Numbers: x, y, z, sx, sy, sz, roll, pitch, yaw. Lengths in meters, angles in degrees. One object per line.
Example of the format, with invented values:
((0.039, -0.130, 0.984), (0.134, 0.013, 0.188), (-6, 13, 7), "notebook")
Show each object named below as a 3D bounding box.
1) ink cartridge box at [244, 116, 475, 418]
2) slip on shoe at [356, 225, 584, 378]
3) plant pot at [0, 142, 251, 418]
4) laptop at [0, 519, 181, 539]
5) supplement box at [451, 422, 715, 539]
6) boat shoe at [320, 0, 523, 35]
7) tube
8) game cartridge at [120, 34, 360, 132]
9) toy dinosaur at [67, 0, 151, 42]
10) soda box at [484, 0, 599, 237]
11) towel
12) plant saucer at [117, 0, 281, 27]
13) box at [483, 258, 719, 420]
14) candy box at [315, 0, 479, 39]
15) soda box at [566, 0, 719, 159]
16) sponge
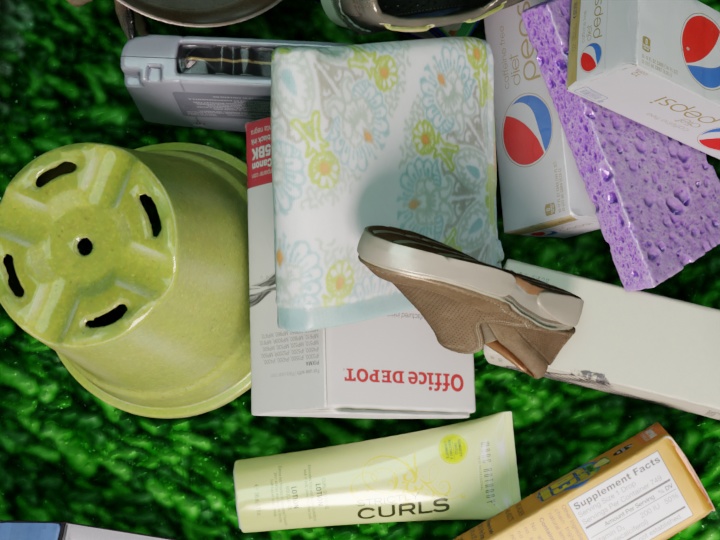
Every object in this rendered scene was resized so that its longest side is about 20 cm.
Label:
((0.000, 0.000, 1.230), (0.082, 0.146, 0.202), (-9, 79, 45), "ink cartridge box")
((0.066, 0.022, 1.130), (0.076, 0.199, 0.061), (25, 95, 38), "slip on shoe")
((-0.157, -0.006, 1.225), (0.198, 0.184, 0.203), (-2, 82, 13), "plant pot")
((-0.177, 0.268, 1.196), (0.198, 0.116, 0.189), (13, 84, -22), "laptop")
((0.136, 0.181, 1.231), (0.199, 0.067, 0.069), (-28, 93, 1), "supplement box")
((0.073, -0.195, 1.161), (0.200, 0.060, 0.073), (-20, 112, -24), "boat shoe")
((0.012, 0.146, 1.265), (0.198, 0.058, 0.052), (-6, 47, 1), "tube")
((-0.060, -0.126, 1.264), (0.198, 0.133, 0.041), (3, 77, 1), "game cartridge")
((-0.141, -0.246, 1.284), (0.086, 0.201, 0.136), (35, 129, -14), "toy dinosaur")
((0.135, -0.128, 1.262), (0.068, 0.063, 0.202), (-15, 78, 50), "soda box")
((0.017, -0.059, 1.151), (0.048, 0.199, 0.173), (3, 100, 41), "towel")
((-0.121, -0.258, 1.230), (0.198, 0.032, 0.202), (4, 78, -20), "plant saucer")
((0.187, 0.051, 1.241), (0.198, 0.082, 0.069), (14, 84, 9), "box")
((0.047, -0.271, 1.264), (0.169, 0.077, 0.201), (28, 87, 45), "candy box")
((0.226, -0.127, 1.203), (0.063, 0.199, 0.069), (-14, 65, 47), "soda box")
((0.183, -0.098, 1.220), (0.030, 0.111, 0.202), (-14, 99, 47), "sponge")
